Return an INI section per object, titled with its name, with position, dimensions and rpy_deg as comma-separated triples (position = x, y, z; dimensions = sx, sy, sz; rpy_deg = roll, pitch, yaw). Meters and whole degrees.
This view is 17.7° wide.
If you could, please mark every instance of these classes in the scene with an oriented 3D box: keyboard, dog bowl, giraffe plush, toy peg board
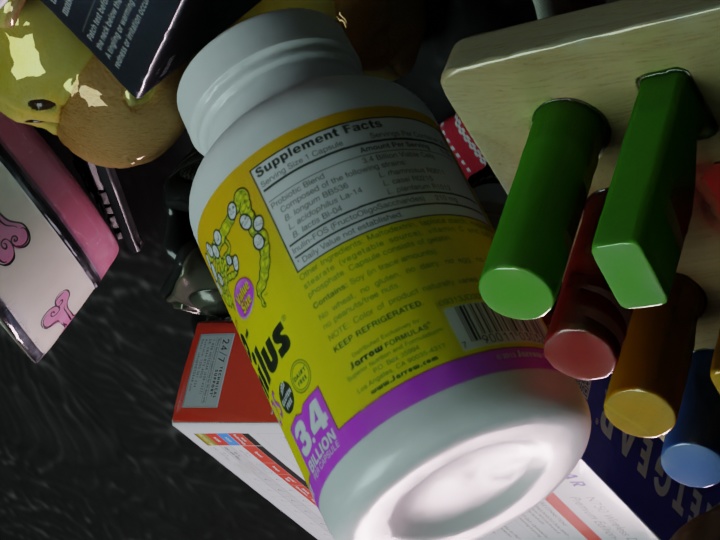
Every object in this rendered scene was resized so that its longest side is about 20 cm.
[keyboard]
position = -0.157, -0.093, 1.125
dimensions = 0.200, 0.039, 0.104
rpy_deg = 77, 168, -53
[dog bowl]
position = -0.202, -0.052, 1.183
dimensions = 0.200, 0.074, 0.200
rpy_deg = 50, 172, 9
[giraffe plush]
position = -0.092, -0.114, 0.951
dimensions = 0.200, 0.162, 0.173
rpy_deg = 31, 145, 24
[toy peg board]
position = 0.146, 0.008, 0.771
dimensions = 0.199, 0.098, 0.199
rpy_deg = -10, 130, 32

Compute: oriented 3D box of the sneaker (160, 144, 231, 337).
[sneaker]
position = -0.010, 0.010, 1.001
dimensions = 0.199, 0.114, 0.076
rpy_deg = 37, 145, 17

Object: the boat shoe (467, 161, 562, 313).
[boat shoe]
position = 0.134, 0.003, 0.905
dimensions = 0.199, 0.060, 0.076
rpy_deg = 28, 140, 5

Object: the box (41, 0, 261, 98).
[box]
position = -0.064, -0.205, 0.786
dimensions = 0.198, 0.200, 0.123
rpy_deg = 46, 149, 5

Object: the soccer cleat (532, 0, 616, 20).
[soccer cleat]
position = 0.111, -0.063, 0.835
dimensions = 0.200, 0.086, 0.070
rpy_deg = 52, 148, -8

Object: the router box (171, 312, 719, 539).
[router box]
position = 0.047, 0.086, 0.994
dimensions = 0.179, 0.049, 0.200
rpy_deg = -2, 151, 31

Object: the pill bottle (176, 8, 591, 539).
[pill bottle]
position = 0.000, 0.000, 0.862
dimensions = 0.104, 0.104, 0.201
rpy_deg = 104, 145, -54

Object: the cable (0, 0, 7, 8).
[cable]
position = -0.198, -0.152, 0.749
dimensions = 0.200, 0.069, 0.201
rpy_deg = 27, 144, 34

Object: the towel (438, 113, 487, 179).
[towel]
position = 0.059, 0.004, 1.034
dimensions = 0.145, 0.022, 0.200
rpy_deg = 53, 146, -4

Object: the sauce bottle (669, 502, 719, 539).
[sauce bottle]
position = 0.145, 0.110, 0.817
dimensions = 0.064, 0.200, 0.065
rpy_deg = 6, 100, 32
